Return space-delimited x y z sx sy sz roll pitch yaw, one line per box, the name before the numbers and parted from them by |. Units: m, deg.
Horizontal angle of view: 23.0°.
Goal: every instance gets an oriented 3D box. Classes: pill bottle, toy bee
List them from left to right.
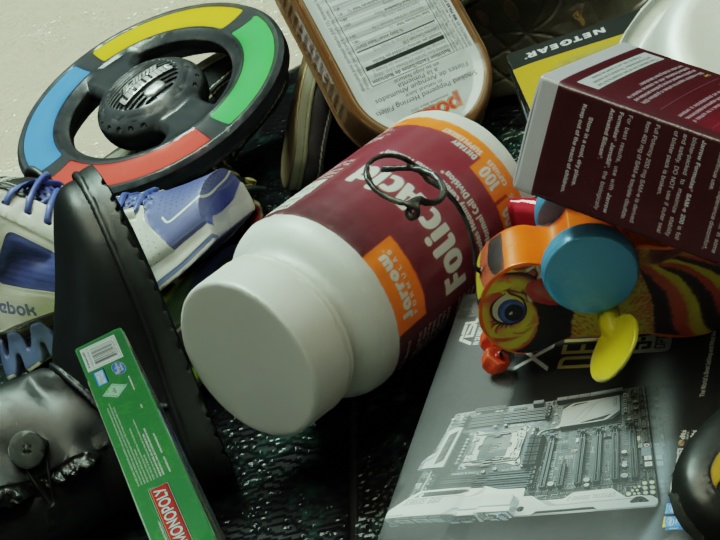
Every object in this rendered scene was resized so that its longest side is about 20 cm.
pill bottle | 0.000 0.000 0.996 0.114 0.114 0.200 10 35 39
toy bee | 0.102 0.003 0.898 0.200 0.109 0.131 20 37 13

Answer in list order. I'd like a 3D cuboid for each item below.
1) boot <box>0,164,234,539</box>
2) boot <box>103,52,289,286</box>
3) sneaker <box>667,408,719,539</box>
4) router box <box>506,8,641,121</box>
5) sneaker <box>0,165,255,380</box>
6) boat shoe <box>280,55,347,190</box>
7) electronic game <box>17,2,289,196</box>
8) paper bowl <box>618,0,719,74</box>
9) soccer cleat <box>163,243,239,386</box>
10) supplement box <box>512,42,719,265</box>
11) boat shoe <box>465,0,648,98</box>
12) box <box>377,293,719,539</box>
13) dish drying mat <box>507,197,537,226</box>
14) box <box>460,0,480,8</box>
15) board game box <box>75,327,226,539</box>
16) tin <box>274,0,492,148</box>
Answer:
boot | -0.182 0.059 0.983 0.168 0.200 0.076 -22 -4 -6
boot | -0.094 -0.068 1.206 0.204 0.073 0.154 -44 37 -18
sneaker | 0.227 0.059 0.787 0.200 0.090 0.070 -20 64 -22
router box | 0.207 -0.115 1.128 0.200 0.052 0.157 -19 33 3
sneaker | -0.175 -0.022 1.087 0.199 0.115 0.081 -31 6 26
boat shoe | -0.013 -0.132 1.261 0.065 0.072 0.200 15 46 -4
electronic game | -0.141 -0.115 1.197 0.200 0.042 0.200 -16 39 14
paper bowl | 0.238 -0.101 0.986 0.201 0.104 0.201 -6 58 10
soccer cleat | -0.124 0.054 1.076 0.200 0.065 0.084 -37 6 -17
supplement box | 0.186 -0.043 0.825 0.200 0.061 0.109 22 25 24
boat shoe | 0.143 -0.172 1.246 0.200 0.072 0.068 -22 -1 13
box | 0.109 0.085 0.893 0.158 0.050 0.200 -4 36 23
dish drying mat | 0.176 -0.002 0.959 0.200 0.077 0.018 6 36 35
box | 0.133 -0.264 1.277 0.200 0.097 0.176 -24 0 -5
board game box | -0.081 0.131 0.855 0.029 0.135 0.200 -25 32 -7
tin | 0.014 -0.167 1.208 0.112 0.042 0.200 -25 77 -11
